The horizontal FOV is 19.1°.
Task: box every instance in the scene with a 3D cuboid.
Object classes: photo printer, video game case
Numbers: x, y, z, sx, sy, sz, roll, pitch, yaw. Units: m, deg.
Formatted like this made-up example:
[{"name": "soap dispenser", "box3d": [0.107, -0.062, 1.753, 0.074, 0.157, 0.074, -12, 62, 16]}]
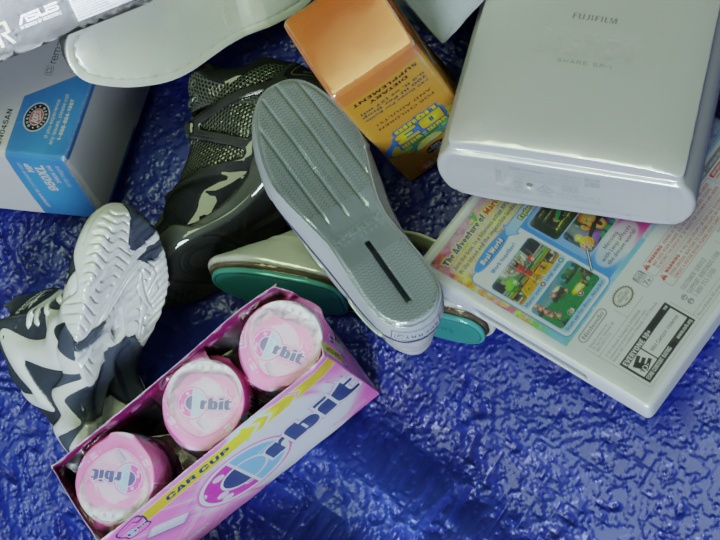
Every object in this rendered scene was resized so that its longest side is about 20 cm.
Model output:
[{"name": "photo printer", "box3d": [0.151, -0.134, 1.386, 0.166, 0.069, 0.200, 10, 60, 13]}, {"name": "video game case", "box3d": [0.166, -0.028, 1.382, 0.182, 0.024, 0.200, 31, 72, 23]}]

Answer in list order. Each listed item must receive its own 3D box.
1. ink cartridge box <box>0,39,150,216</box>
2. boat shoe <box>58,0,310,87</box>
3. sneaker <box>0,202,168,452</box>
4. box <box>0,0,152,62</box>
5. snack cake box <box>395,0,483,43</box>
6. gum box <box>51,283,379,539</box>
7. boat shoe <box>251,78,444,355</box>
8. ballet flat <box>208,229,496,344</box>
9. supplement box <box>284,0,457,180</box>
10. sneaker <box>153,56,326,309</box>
[{"name": "ink cartridge box", "box3d": [-0.263, -0.125, 1.526, 0.200, 0.084, 0.145, 6, 63, 20]}, {"name": "boat shoe", "box3d": [-0.124, -0.181, 1.479, 0.202, 0.072, 0.060, -26, 28, -27]}, {"name": "sneaker", "box3d": [-0.199, 0.025, 1.449, 0.079, 0.199, 0.130, -29, 46, -35]}, {"name": "box", "box3d": [-0.241, -0.191, 1.442, 0.200, 0.044, 0.160, -21, 30, 4]}, {"name": "snack cake box", "box3d": [0.030, -0.245, 1.440, 0.115, 0.067, 0.200, -46, 38, -1]}, {"name": "gum box", "box3d": [-0.089, 0.101, 1.406, 0.200, 0.114, 0.066, -39, 67, 4]}, {"name": "boat shoe", "box3d": [-0.013, -0.029, 1.378, 0.074, 0.067, 0.200, -22, 66, -11]}, {"name": "ballet flat", "box3d": [0.000, 0.000, 1.436, 0.200, 0.069, 0.069, 11, 79, 13]}, {"name": "supplement box", "box3d": [0.019, -0.123, 1.385, 0.067, 0.200, 0.069, -34, 73, 7]}, {"name": "sneaker", "box3d": [-0.099, -0.067, 1.480, 0.199, 0.076, 0.114, -48, 51, 11]}]
